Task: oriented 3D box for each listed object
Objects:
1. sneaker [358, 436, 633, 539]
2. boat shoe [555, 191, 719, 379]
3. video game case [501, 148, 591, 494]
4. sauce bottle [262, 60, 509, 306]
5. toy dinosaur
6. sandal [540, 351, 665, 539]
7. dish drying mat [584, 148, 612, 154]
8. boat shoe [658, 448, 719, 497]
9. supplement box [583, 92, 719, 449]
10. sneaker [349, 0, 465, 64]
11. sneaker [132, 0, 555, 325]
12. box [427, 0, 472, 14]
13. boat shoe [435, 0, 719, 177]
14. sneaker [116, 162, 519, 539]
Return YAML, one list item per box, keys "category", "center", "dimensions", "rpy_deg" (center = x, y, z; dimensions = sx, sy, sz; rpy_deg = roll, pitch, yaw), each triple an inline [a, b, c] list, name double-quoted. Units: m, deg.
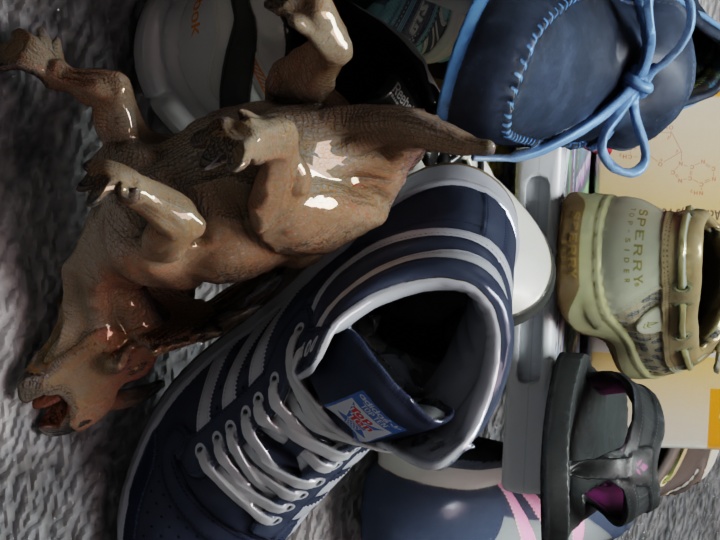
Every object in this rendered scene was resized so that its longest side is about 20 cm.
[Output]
- category: "sneaker"
  center: [0.059, 0.121, 1.085]
  dimensions: [0.200, 0.070, 0.083]
  rpy_deg: [15, 92, -53]
- category: "boat shoe"
  center: [0.137, 0.009, 1.018]
  dimensions: [0.200, 0.062, 0.074]
  rpy_deg: [13, 78, -68]
- category: "video game case"
  center: [0.086, -0.018, 1.057]
  dimensions: [0.200, 0.023, 0.183]
  rpy_deg: [-56, 149, -74]
- category: "sauce bottle"
  center: [0.000, 0.000, 0.950]
  dimensions: [0.201, 0.064, 0.065]
  rpy_deg: [-60, 143, -30]
- category: "toy dinosaur"
  center: [-0.037, -0.022, 0.795]
  dimensions: [0.136, 0.199, 0.086]
  rpy_deg: [53, 29, -48]
- category: "sandal"
  center: [0.105, 0.070, 0.982]
  dimensions: [0.200, 0.048, 0.076]
  rpy_deg: [-4, 96, -77]
- category: "dish drying mat"
  center: [0.088, -0.152, 0.940]
  dimensions: [0.077, 0.018, 0.201]
  rpy_deg: [19, 72, -46]
- category: "boat shoe"
  center: [0.162, 0.021, 1.224]
  dimensions: [0.059, 0.071, 0.201]
  rpy_deg: [-15, 116, -60]
- category: "supplement box"
  center: [0.173, -0.016, 1.151]
  dimensions: [0.074, 0.125, 0.202]
  rpy_deg: [-62, 154, -83]
- category: "sneaker"
  center: [0.008, -0.172, 0.908]
  dimensions: [0.086, 0.077, 0.201]
  rpy_deg: [-23, 114, -44]
- category: "sneaker"
  center: [0.009, -0.039, 0.872]
  dimensions: [0.200, 0.080, 0.074]
  rpy_deg: [37, 59, -31]
- category: "box"
  center: [0.024, -0.204, 0.804]
  dimensions: [0.152, 0.106, 0.201]
  rpy_deg: [9, 100, -89]
- category: "boat shoe"
  center: [0.089, -0.081, 0.824]
  dimensions: [0.200, 0.068, 0.085]
  rpy_deg: [-33, 148, -60]
- category: "sneaker"
  center: [-0.019, 0.055, 0.821]
  dimensions: [0.200, 0.070, 0.109]
  rpy_deg: [-48, -166, 16]
